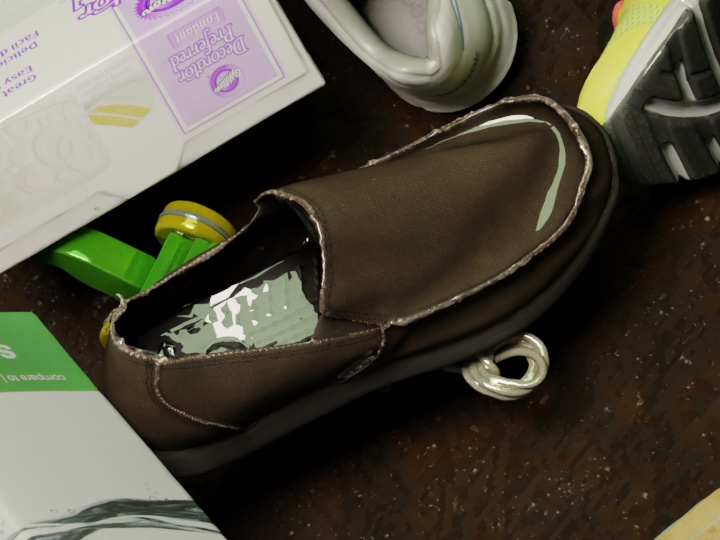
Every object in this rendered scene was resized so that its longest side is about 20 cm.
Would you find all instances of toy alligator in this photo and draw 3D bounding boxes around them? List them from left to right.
[{"bbox_3d":[-0.024,0.024,1.048,0.200,0.054,0.059,15,65,19],"label":"toy alligator"}]

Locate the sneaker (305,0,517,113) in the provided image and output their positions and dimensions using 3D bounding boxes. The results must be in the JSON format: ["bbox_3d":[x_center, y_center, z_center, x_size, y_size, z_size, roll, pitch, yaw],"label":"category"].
[{"bbox_3d":[-0.016,-0.145,1.084,0.075,0.087,0.200,-43,86,10],"label":"sneaker"}]

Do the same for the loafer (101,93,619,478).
[{"bbox_3d":[0.000,0.000,0.982,0.200,0.071,0.073,-33,60,-8],"label":"loafer"}]

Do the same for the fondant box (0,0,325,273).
[{"bbox_3d":[-0.113,-0.093,1.116,0.144,0.058,0.200,-30,32,-2],"label":"fondant box"}]

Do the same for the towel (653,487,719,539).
[{"bbox_3d":[0.142,0.131,0.932,0.200,0.022,0.147,-38,54,-10],"label":"towel"}]

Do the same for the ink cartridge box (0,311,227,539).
[{"bbox_3d":[-0.111,0.129,0.944,0.200,0.083,0.147,44,119,37],"label":"ink cartridge box"}]

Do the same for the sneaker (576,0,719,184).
[{"bbox_3d":[0.125,-0.111,1.078,0.090,0.078,0.200,14,56,35],"label":"sneaker"}]
